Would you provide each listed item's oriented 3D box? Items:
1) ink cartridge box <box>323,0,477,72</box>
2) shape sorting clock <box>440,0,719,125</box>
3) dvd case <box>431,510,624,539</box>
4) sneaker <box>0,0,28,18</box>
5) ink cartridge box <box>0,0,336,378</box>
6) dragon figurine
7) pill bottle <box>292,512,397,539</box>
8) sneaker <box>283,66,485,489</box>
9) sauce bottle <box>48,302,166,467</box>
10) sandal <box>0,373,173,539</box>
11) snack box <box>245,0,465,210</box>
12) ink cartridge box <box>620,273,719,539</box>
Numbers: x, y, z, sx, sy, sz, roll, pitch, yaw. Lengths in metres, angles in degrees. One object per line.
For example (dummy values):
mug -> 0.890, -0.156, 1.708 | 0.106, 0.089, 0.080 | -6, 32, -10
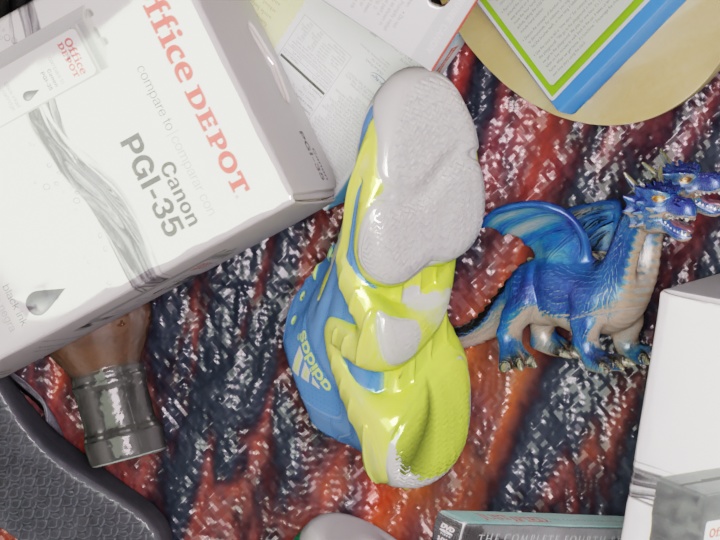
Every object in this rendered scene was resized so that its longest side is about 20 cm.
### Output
ink cartridge box -> -0.021, -0.188, 1.170 | 0.199, 0.050, 0.109 | 34, 121, -1
shape sorting clock -> 0.097, -0.163, 1.193 | 0.199, 0.039, 0.201 | 23, 125, 36
dvd case -> 0.064, 0.210, 1.269 | 0.022, 0.145, 0.201 | 23, 101, 45
sneaker -> -0.245, -0.178, 1.379 | 0.199, 0.076, 0.114 | 46, 104, 7
ink cartridge box -> -0.134, -0.054, 1.281 | 0.199, 0.083, 0.147 | -28, 86, 14
dragon figurine -> 0.094, -0.005, 1.275 | 0.199, 0.059, 0.100 | 0, 95, 48
pill bottle -> -0.039, 0.226, 1.317 | 0.113, 0.113, 0.200 | 43, 106, 11
sneaker -> 0.000, 0.000, 1.281 | 0.105, 0.075, 0.202 | 14, 106, 48
sauce bottle -> -0.142, -0.002, 1.360 | 0.064, 0.065, 0.201 | -16, 87, 19
sandal -> -0.181, 0.095, 1.398 | 0.200, 0.043, 0.076 | 44, 113, 1
snack box -> -0.052, -0.139, 1.321 | 0.200, 0.037, 0.116 | 43, 121, 11
ink cartridge box -> 0.172, 0.107, 1.219 | 0.083, 0.145, 0.201 | 11, 97, 18
